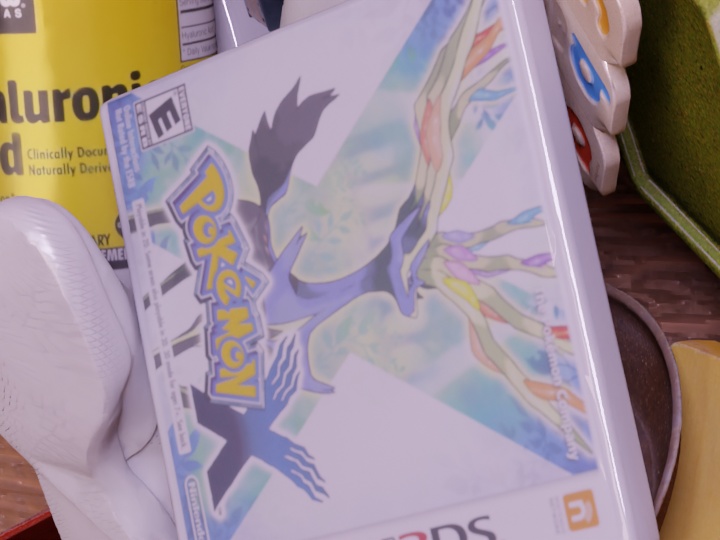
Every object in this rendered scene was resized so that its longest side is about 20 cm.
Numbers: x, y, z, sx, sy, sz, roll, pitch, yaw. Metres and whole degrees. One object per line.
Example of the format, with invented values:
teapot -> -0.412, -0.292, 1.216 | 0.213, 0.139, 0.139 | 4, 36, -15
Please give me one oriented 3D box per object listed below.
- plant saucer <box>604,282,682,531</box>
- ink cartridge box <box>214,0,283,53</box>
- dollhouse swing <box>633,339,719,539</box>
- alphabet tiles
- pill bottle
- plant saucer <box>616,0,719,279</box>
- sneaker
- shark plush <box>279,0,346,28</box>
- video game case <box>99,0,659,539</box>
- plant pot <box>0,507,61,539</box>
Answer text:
plant saucer -> 0.034, 0.090, 0.752 | 0.200, 0.201, 0.037 | -10, 135, 42
ink cartridge box -> -0.083, -0.109, 0.955 | 0.146, 0.084, 0.201 | -17, 91, 41
dollhouse swing -> 0.189, 0.136, 0.734 | 0.200, 0.181, 0.176 | 22, 97, 61
alphabet tiles -> 0.047, -0.130, 0.724 | 0.200, 0.015, 0.196 | 88, 159, -62
pill bottle -> -0.113, -0.093, 0.854 | 0.111, 0.111, 0.201 | 6, 104, 40
plant saucer -> 0.120, -0.063, 0.699 | 0.200, 0.048, 0.200 | 67, 174, -32
sneaker -> -0.090, 0.043, 0.816 | 0.075, 0.089, 0.200 | 13, 134, 35
shark plush -> -0.003, -0.112, 0.868 | 0.091, 0.083, 0.201 | -2, 80, 18
video game case -> -0.001, 0.012, 0.717 | 0.182, 0.022, 0.201 | -18, 78, 34
plant pot -> -0.087, 0.201, 0.980 | 0.200, 0.176, 0.200 | -28, 82, 42
